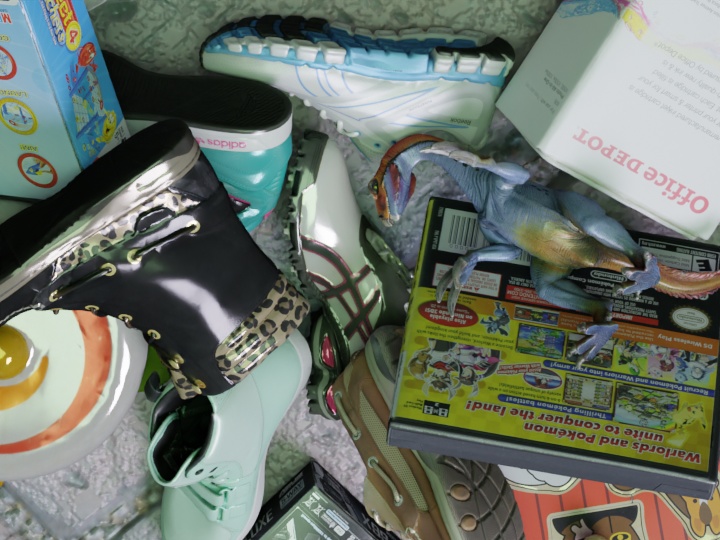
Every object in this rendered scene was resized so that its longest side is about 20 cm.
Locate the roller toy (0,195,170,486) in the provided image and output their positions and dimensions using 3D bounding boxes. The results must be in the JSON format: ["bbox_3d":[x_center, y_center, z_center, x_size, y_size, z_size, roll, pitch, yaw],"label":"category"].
[{"bbox_3d":[-0.225,0.034,1.577,0.200,0.140,0.183,-28,106,5],"label":"roller toy"}]

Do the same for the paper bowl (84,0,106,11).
[{"bbox_3d":[-0.212,-0.246,1.515,0.200,0.104,0.201,-1,108,-3],"label":"paper bowl"}]

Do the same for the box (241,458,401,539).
[{"bbox_3d":[-0.016,0.253,1.704,0.200,0.050,0.158,43,100,-14],"label":"box"}]

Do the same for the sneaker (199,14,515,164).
[{"bbox_3d":[-0.005,-0.111,1.587,0.199,0.075,0.087,6,112,-5],"label":"sneaker"}]

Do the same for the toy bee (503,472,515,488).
[{"bbox_3d":[0.093,0.149,1.651,0.200,0.109,0.131,28,105,-11],"label":"toy bee"}]

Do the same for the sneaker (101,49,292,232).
[{"bbox_3d":[-0.135,-0.069,1.587,0.199,0.084,0.121,12,130,17],"label":"sneaker"}]

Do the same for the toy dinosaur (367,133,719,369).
[{"bbox_3d":[0.098,-0.023,1.553,0.200,0.182,0.105,3,124,-47],"label":"toy dinosaur"}]

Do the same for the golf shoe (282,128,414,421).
[{"bbox_3d":[0.000,0.000,1.612,0.088,0.077,0.201,-4,116,11],"label":"golf shoe"}]

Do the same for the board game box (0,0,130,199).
[{"bbox_3d":[-0.254,-0.139,1.486,0.199,0.056,0.196,7,135,25],"label":"board game box"}]

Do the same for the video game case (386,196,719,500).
[{"bbox_3d":[0.126,0.045,1.545,0.199,0.181,0.026,10,142,2],"label":"video game case"}]

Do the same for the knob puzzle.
[{"bbox_3d":[0.156,0.147,1.567,0.219,0.030,0.221,-1,84,5],"label":"knob puzzle"}]

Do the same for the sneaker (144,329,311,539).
[{"bbox_3d":[-0.112,0.126,1.605,0.074,0.118,0.201,36,125,20],"label":"sneaker"}]

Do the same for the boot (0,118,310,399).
[{"bbox_3d":[-0.142,0.020,1.481,0.200,0.073,0.151,-37,117,7],"label":"boot"}]

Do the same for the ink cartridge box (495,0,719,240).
[{"bbox_3d":[0.202,-0.140,1.566,0.145,0.088,0.200,26,102,-28],"label":"ink cartridge box"}]

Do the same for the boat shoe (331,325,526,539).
[{"bbox_3d":[0.041,0.133,1.556,0.072,0.201,0.076,-37,152,29],"label":"boat shoe"}]
